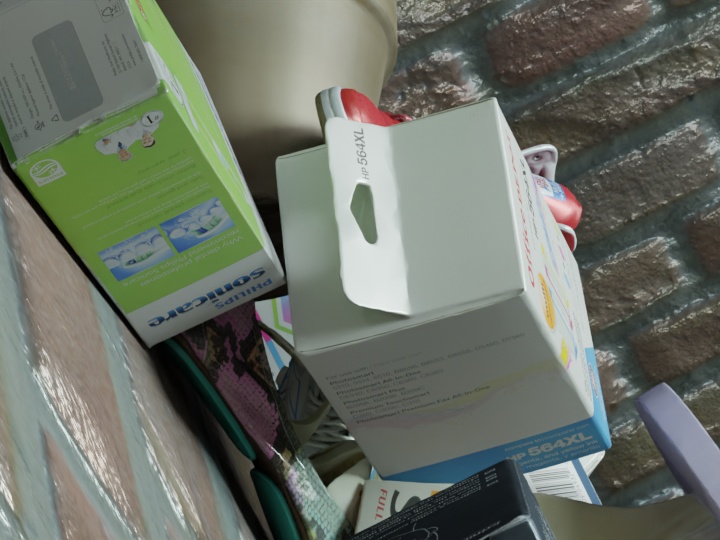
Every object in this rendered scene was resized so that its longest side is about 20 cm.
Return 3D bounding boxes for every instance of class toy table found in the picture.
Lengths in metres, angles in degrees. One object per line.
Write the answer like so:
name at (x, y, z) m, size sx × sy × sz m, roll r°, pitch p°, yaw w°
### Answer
toy table at (0.174, 0.174, 1.572) m, size 0.200 × 0.117 × 0.184 m, roll 56°, pitch -3°, yaw 38°

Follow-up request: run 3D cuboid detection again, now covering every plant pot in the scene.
plant pot at (-0.073, -0.084, 1.655) m, size 0.200 × 0.200 × 0.174 m, roll 60°, pitch 22°, yaw -55°

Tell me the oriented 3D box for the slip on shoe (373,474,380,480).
slip on shoe at (0.016, 0.179, 1.990) m, size 0.061 × 0.074 × 0.200 m, roll 6°, pitch -43°, yaw 51°

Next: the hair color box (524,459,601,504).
hair color box at (0.079, 0.196, 1.748) m, size 0.200 × 0.060 × 0.100 m, roll -59°, pitch -135°, yaw 43°

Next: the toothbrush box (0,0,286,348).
toothbrush box at (-0.122, -0.076, 1.407) m, size 0.146 × 0.086 × 0.200 m, roll 66°, pitch 4°, yaw 30°

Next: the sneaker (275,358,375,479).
sneaker at (-0.016, 0.069, 1.684) m, size 0.087 × 0.075 × 0.200 m, roll -79°, pitch 178°, yaw -66°

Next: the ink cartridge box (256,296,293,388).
ink cartridge box at (0.000, 0.000, 1.796) m, size 0.104 × 0.200 × 0.059 m, roll 63°, pitch 3°, yaw 7°

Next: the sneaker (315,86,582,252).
sneaker at (0.054, -0.051, 1.587) m, size 0.200 × 0.112 × 0.071 m, roll 54°, pitch 22°, yaw -52°

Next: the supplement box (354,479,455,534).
supplement box at (0.050, 0.212, 1.569) m, size 0.200 × 0.073 × 0.126 m, roll 60°, pitch 36°, yaw -57°

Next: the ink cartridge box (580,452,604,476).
ink cartridge box at (0.075, 0.138, 2.021) m, size 0.145 × 0.084 × 0.200 m, roll 44°, pitch -25°, yaw 8°

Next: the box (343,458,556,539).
box at (0.031, 0.174, 1.287) m, size 0.107 × 0.148 × 0.200 m, roll 63°, pitch 3°, yaw -2°

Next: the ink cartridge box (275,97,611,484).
ink cartridge box at (0.041, 0.013, 1.499) m, size 0.200 × 0.125 × 0.129 m, roll 59°, pitch 19°, yaw -54°

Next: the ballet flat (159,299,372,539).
ballet flat at (-0.037, 0.093, 1.532) m, size 0.200 × 0.071 × 0.069 m, roll 63°, pitch -14°, yaw -19°
